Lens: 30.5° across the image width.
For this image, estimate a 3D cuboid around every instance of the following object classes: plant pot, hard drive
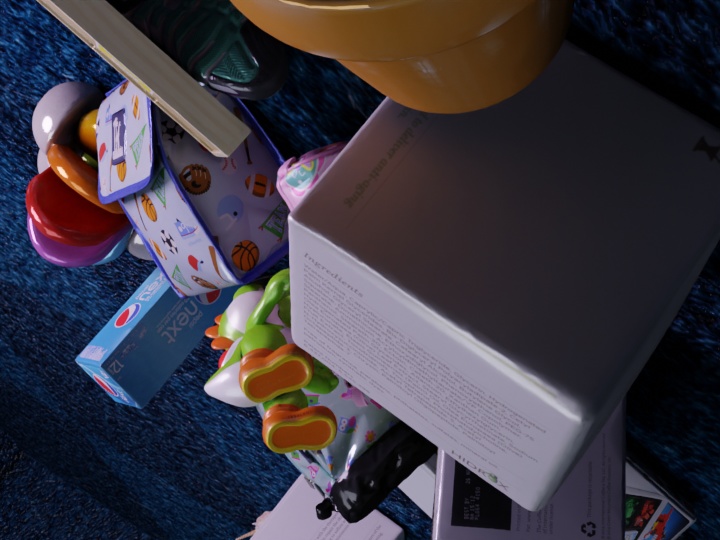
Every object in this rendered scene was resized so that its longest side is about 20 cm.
[{"bbox_3d":[0.029,-0.171,0.637,0.200,0.200,0.183,29,172,23],"label":"plant pot"},{"bbox_3d":[0.083,0.252,1.558,0.200,0.026,0.132,45,157,-15],"label":"hard drive"}]

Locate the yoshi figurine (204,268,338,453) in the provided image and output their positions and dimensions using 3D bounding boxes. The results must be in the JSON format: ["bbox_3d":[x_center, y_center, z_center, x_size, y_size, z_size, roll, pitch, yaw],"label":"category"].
[{"bbox_3d":[-0.053,0.057,1.052,0.112,0.113,0.200,26,-165,-20],"label":"yoshi figurine"}]

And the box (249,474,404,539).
[{"bbox_3d":[-0.060,0.426,1.884,0.171,0.199,0.200,33,157,17],"label":"box"}]

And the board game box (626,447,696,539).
[{"bbox_3d":[0.183,0.241,1.179,0.126,0.200,0.035,42,-164,-5],"label":"board game box"}]

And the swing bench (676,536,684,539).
[{"bbox_3d":[0.217,0.292,1.287,0.199,0.130,0.200,40,158,-2],"label":"swing bench"}]

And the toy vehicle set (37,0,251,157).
[{"bbox_3d":[-0.170,-0.160,0.986,0.200,0.027,0.124,41,177,-12],"label":"toy vehicle set"}]

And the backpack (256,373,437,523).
[{"bbox_3d":[-0.022,0.136,1.355,0.200,0.167,0.127,45,154,18],"label":"backpack"}]

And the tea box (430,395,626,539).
[{"bbox_3d":[0.125,0.147,1.011,0.133,0.201,0.197,5,153,3],"label":"tea box"}]

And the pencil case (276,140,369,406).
[{"bbox_3d":[0.000,0.000,1.026,0.087,0.087,0.201,-10,100,62],"label":"pencil case"}]

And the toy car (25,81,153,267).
[{"bbox_3d":[-0.264,-0.072,1.310,0.175,0.150,0.200,37,158,4],"label":"toy car"}]

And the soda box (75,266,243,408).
[{"bbox_3d":[-0.195,0.044,1.358,0.064,0.200,0.068,5,140,55],"label":"soda box"}]

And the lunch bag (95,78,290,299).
[{"bbox_3d":[-0.151,-0.083,1.161,0.200,0.124,0.170,59,154,-10],"label":"lunch bag"}]

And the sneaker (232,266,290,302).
[{"bbox_3d":[-0.003,0.024,1.185,0.199,0.121,0.084,-3,99,14],"label":"sneaker"}]

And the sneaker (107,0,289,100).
[{"bbox_3d":[-0.113,-0.173,1.006,0.200,0.074,0.088,38,171,34],"label":"sneaker"}]

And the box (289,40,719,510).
[{"bbox_3d":[0.090,-0.008,0.791,0.200,0.199,0.171,34,157,13],"label":"box"}]

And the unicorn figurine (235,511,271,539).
[{"bbox_3d":[-0.109,0.444,2.187,0.137,0.074,0.200,46,145,7],"label":"unicorn figurine"}]
